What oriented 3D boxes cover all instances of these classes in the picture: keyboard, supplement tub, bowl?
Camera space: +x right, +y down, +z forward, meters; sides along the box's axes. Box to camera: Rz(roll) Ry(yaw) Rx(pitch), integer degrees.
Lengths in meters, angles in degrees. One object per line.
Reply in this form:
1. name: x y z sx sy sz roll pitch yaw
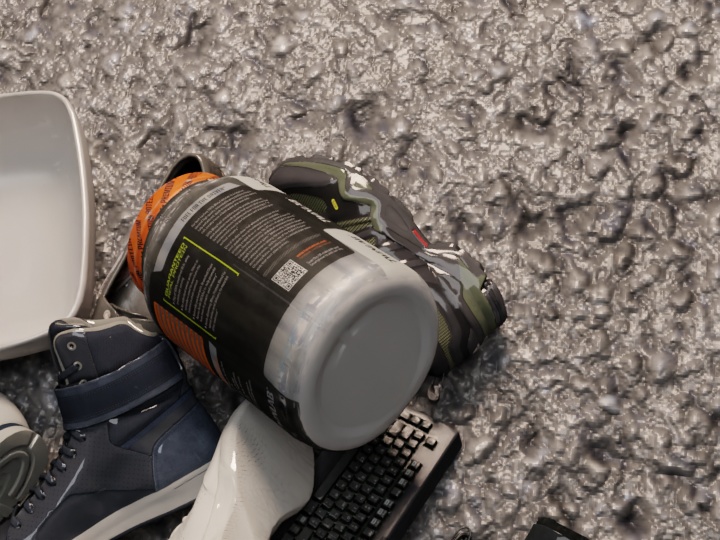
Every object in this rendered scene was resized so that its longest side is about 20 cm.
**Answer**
1. keyboard: 0.006 0.172 0.816 0.126 0.021 0.200 27 56 18
2. supplement tub: -0.056 0.017 0.820 0.199 0.123 0.123 32 75 40
3. bowl: -0.283 -0.019 0.943 0.197 0.075 0.203 -9 67 5

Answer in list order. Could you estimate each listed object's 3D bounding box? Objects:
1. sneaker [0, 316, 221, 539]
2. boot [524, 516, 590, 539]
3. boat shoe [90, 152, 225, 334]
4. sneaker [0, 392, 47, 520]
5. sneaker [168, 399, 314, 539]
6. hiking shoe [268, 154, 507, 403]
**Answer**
1. sneaker: -0.198 0.114 0.845 0.201 0.077 0.148 -27 101 -11
2. boot: 0.066 0.212 0.742 0.076 0.200 0.169 19 71 50
3. boat shoe: -0.153 0.007 0.921 0.066 0.057 0.202 19 72 15
4. sneaker: -0.305 0.168 0.882 0.200 0.077 0.080 -45 56 -14
5. sneaker: -0.089 0.158 0.797 0.088 0.075 0.201 -31 24 30
6. hiking shoe: 0.000 0.000 0.889 0.199 0.076 0.101 36 74 19
